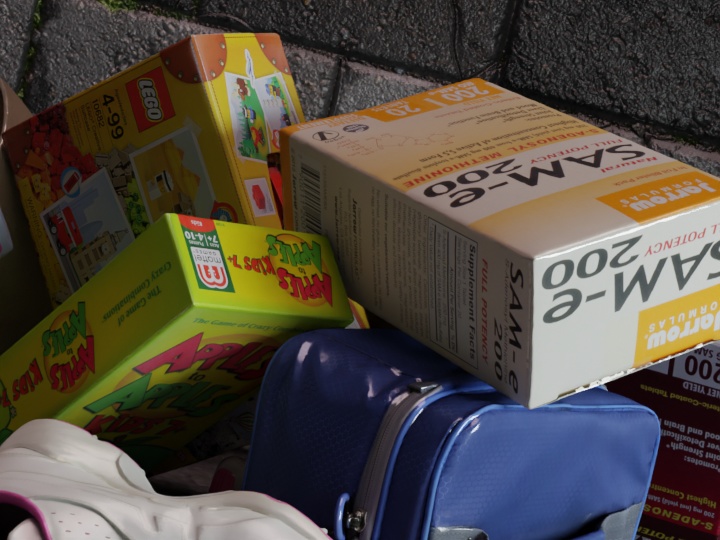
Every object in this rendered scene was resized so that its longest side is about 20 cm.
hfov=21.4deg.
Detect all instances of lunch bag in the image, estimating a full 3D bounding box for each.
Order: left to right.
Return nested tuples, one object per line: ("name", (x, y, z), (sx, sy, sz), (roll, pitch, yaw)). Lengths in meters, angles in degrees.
("lunch bag", (0.043, 0.106, 0.868), (0.132, 0.137, 0.199), (18, 11, 37))

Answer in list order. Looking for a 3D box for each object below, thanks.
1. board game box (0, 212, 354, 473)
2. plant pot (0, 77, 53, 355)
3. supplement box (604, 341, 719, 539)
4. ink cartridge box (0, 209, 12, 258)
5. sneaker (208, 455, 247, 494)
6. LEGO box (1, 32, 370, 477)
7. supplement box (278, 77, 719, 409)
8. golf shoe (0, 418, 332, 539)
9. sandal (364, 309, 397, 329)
("board game box", (-0.108, 0.048, 0.906), (0.101, 0.048, 0.200), (8, -35, -46))
("plant pot", (-0.235, -0.001, 1.113), (0.134, 0.201, 0.200), (44, -14, -36))
("supplement box", (0.145, 0.088, 0.980), (0.108, 0.201, 0.061), (16, 41, 21))
("ink cartridge box", (-0.284, 0.012, 0.943), (0.119, 0.042, 0.200), (20, 49, 38))
("sneaker", (0.009, 0.107, 1.007), (0.199, 0.089, 0.081), (9, 8, -38))
("LEGO box", (-0.088, -0.004, 1.003), (0.148, 0.202, 0.077), (-21, -5, 35))
("supplement box", (0.065, -0.021, 0.882), (0.125, 0.074, 0.199), (-17, 29, -31))
("golf shoe", (-0.091, 0.125, 0.782), (0.198, 0.076, 0.091), (15, 21, 28))
("sandal", (0.000, -0.004, 1.051), (0.210, 0.070, 0.078), (25, -31, 23))
